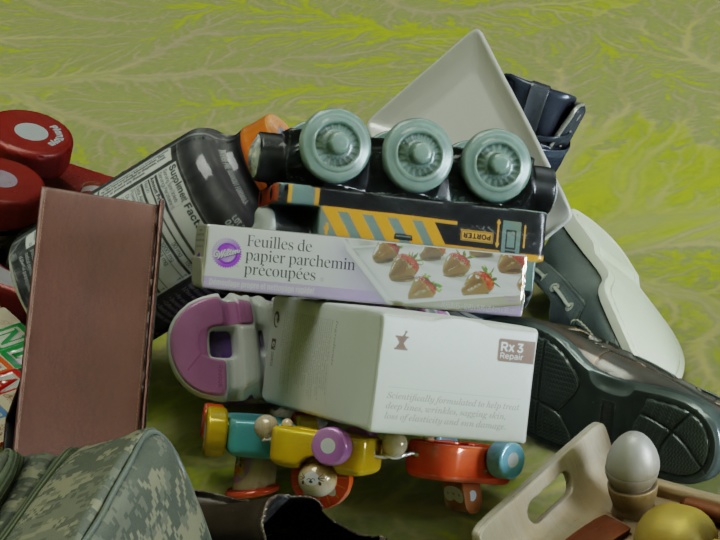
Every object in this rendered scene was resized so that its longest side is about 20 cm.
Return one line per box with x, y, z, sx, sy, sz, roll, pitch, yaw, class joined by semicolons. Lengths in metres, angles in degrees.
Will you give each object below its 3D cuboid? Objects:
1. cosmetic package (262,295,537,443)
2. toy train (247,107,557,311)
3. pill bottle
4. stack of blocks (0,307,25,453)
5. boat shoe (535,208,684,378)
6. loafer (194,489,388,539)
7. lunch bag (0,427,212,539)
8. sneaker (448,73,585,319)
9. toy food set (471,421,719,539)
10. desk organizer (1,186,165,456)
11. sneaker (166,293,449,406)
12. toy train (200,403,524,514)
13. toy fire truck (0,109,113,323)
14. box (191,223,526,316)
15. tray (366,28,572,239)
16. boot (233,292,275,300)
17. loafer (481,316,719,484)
0.020;0.058;1.576;0.101;0.074;0.200;6;1;-19;cosmetic package
0.026;-0.035;1.646;0.200;0.114;0.085;6;-6;-15;toy train
-0.122;-0.023;1.725;0.200;0.106;0.106;-30;23;13;pill bottle
-0.249;0.090;1.692;0.115;0.059;0.200;-18;29;-25;stack of blocks
0.159;0.034;1.751;0.062;0.073;0.200;-46;30;16;boat shoe
-0.047;0.154;1.507;0.200;0.072;0.073;13;31;33;loafer
-0.182;0.187;1.406;0.167;0.140;0.200;-14;22;20;lunch bag
0.095;-0.053;1.809;0.077;0.146;0.202;21;27;-6;sneaker
0.185;0.145;1.491;0.200;0.061;0.143;12;31;33;toy food set
-0.169;0.054;1.592;0.077;0.072;0.200;9;63;-12;desk organizer
-0.036;0.053;1.715;0.200;0.081;0.088;0;-14;-17;sneaker
-0.007;0.118;1.602;0.200;0.056;0.150;6;-1;43;toy train
-0.206;-0.020;1.874;0.168;0.112;0.200;15;29;0;toy fire truck
0.000;0.000;1.585;0.199;0.039;0.041;5;-1;-14;box
0.075;-0.066;1.769;0.107;0.022;0.200;-39;44;16;tray
-0.014;-0.038;1.791;0.200;0.074;0.155;-20;35;32;boot
0.155;0.080;1.640;0.200;0.072;0.063;25;22;37;loafer
